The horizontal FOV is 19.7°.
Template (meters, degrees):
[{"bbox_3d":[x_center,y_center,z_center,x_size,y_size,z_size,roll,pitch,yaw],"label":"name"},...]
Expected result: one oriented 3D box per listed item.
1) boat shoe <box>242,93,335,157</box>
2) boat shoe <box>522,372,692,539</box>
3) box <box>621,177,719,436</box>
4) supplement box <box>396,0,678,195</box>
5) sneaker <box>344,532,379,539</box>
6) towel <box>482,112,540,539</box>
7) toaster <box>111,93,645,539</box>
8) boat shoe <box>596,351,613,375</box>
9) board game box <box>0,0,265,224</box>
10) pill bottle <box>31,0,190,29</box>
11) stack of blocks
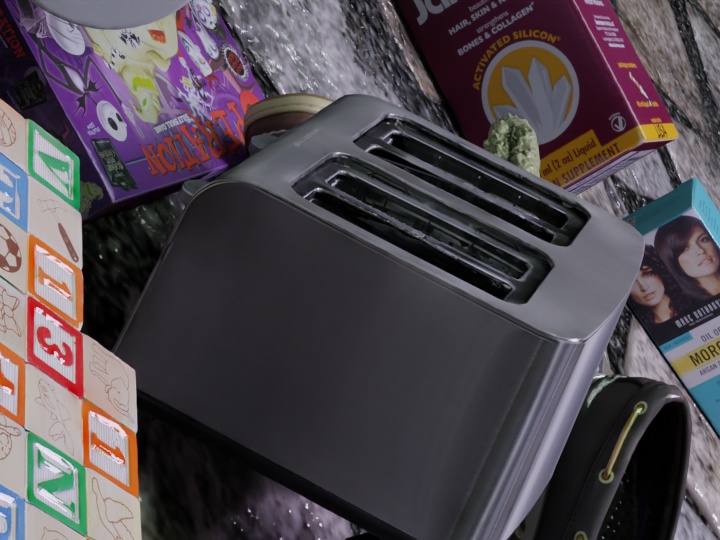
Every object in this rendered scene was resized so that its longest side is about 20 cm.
[{"bbox_3d":[0.000,0.000,1.003,0.201,0.072,0.072,61,29,-42],"label":"boat shoe"},{"bbox_3d":[0.110,0.148,0.965,0.071,0.060,0.203,15,81,-38],"label":"boat shoe"},{"bbox_3d":[0.258,0.039,1.493,0.201,0.082,0.049,53,24,-17],"label":"box"},{"bbox_3d":[0.108,-0.148,1.358,0.201,0.110,0.086,63,23,7],"label":"supplement box"},{"bbox_3d":[0.007,0.156,0.861,0.200,0.077,0.087,-14,87,-60],"label":"sneaker"},{"bbox_3d":[0.081,0.027,1.114,0.201,0.036,0.149,-84,169,-45],"label":"towel"},{"bbox_3d":[0.017,0.024,0.857,0.199,0.119,0.181,27,22,9],"label":"toaster"},{"bbox_3d":[0.127,0.095,1.069,0.072,0.060,0.203,-77,162,-50],"label":"boat shoe"},{"bbox_3d":[-0.106,-0.092,0.952,0.121,0.032,0.200,65,22,-2],"label":"board game box"},{"bbox_3d":[-0.113,-0.186,0.878,0.114,0.113,0.201,46,13,-31],"label":"pill bottle"},{"bbox_3d":[-0.134,0.031,0.703,0.115,0.058,0.201,40,30,-41],"label":"stack of blocks"}]
